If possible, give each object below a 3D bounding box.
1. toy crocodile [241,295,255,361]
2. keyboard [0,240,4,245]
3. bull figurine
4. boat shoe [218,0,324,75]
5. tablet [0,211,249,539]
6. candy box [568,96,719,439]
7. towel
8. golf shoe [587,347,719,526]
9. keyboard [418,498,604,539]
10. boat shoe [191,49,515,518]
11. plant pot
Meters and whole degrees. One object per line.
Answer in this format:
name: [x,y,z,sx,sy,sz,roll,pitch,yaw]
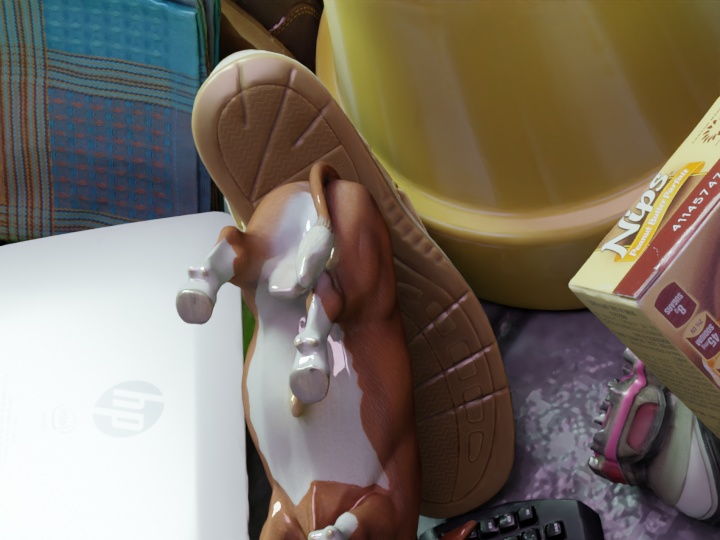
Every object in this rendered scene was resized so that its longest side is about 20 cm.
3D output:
toy crocodile: [-0.098,0.025,1.170,0.200,0.062,0.068,8,67,22]
keyboard: [-0.150,-0.083,1.257,0.200,0.040,0.104,-44,78,-3]
bull figurine: [-0.010,0.064,1.034,0.065,0.121,0.200,-8,102,20]
boat shoe: [-0.077,-0.139,1.150,0.070,0.200,0.070,0,59,33]
tablet: [-0.107,0.060,1.094,0.130,0.014,0.200,-10,48,6]
candy box: [0.181,0.029,1.000,0.115,0.200,0.055,-50,21,-10]
towel: [-0.154,-0.067,1.167,0.200,0.147,0.022,6,42,7]
golf shoe: [0.157,0.000,1.057,0.092,0.073,0.200,22,110,13]
keyboard: [0.076,0.170,1.049,0.104,0.040,0.200,-17,60,11]
boat shoe: [0.000,0.000,1.105,0.074,0.200,0.069,-26,16,3]
plant pot: [0.067,-0.113,1.112,0.200,0.189,0.201,-7,62,14]
